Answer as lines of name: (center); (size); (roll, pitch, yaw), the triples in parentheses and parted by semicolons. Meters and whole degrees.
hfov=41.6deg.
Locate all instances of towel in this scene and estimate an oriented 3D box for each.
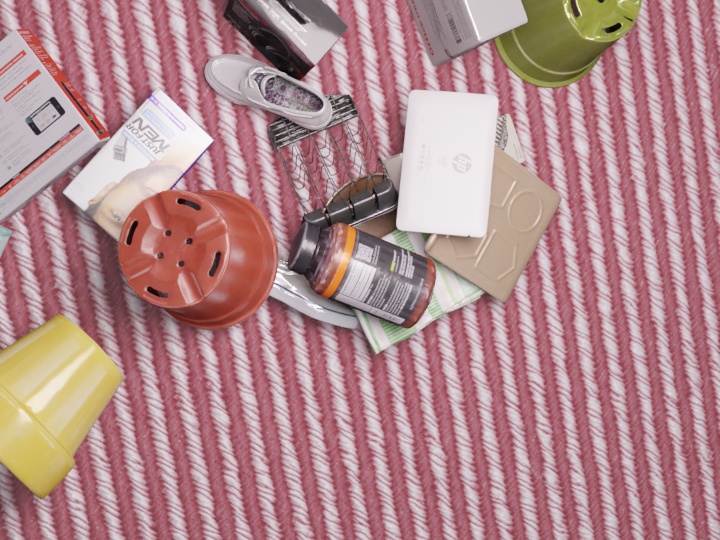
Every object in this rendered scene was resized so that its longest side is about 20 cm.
towel: (0.074, 0.014, 1.412); (0.198, 0.023, 0.154); (-29, 96, -14)

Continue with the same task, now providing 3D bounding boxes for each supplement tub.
supplement tub: (0.000, 0.000, 1.326); (0.198, 0.107, 0.108); (22, 89, -13)

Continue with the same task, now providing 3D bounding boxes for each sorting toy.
sorting toy: (0.196, -0.072, 1.406); (0.199, 0.036, 0.187); (30, 89, -36)

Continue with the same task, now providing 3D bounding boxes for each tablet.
tablet: (0.122, -0.151, 1.334); (0.128, 0.014, 0.203); (5, 86, 8)

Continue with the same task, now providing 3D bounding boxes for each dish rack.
dish rack: (-0.045, -0.159, 1.385); (0.152, 0.055, 0.202); (-22, 68, -6)

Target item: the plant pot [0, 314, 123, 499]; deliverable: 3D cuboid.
plant pot: (-0.434, 0.170, 1.282); (0.201, 0.200, 0.189); (47, 68, -11)

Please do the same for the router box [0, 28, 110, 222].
router box: (-0.473, -0.193, 1.284); (0.199, 0.049, 0.180); (-34, 100, 11)

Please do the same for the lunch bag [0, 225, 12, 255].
lunch bag: (-0.591, -0.026, 1.261); (0.198, 0.122, 0.172); (25, 90, 25)

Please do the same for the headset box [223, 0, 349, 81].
headset box: (-0.105, -0.346, 1.306); (0.149, 0.200, 0.077); (42, 84, -12)

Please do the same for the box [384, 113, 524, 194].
box: (0.141, -0.163, 1.416); (0.198, 0.068, 0.083); (-24, 95, -22)

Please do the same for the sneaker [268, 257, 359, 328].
sneaker: (-0.082, 0.022, 1.397); (0.198, 0.073, 0.072); (26, 93, -12)

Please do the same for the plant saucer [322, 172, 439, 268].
plant saucer: (0.027, -0.044, 1.429); (0.197, 0.037, 0.204); (0, 90, -16)

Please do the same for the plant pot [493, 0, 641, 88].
plant pot: (0.318, -0.383, 1.398); (0.197, 0.190, 0.204); (-1, 94, -12)

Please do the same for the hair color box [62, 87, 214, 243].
hair color box: (-0.313, -0.148, 1.345); (0.109, 0.065, 0.200); (42, 86, -11)

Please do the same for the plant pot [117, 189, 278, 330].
plant pot: (-0.224, -0.022, 1.276); (0.197, 0.195, 0.204); (0, 86, 5)

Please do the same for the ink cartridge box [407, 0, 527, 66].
ink cartridge box: (0.143, -0.390, 1.357); (0.083, 0.200, 0.146); (-24, 98, -13)

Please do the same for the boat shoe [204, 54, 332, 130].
boat shoe: (-0.134, -0.260, 1.354); (0.198, 0.069, 0.073); (30, 82, 5)
